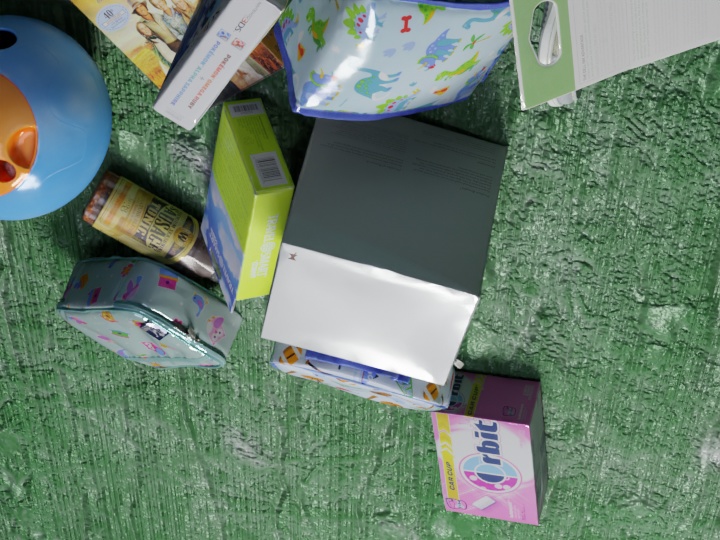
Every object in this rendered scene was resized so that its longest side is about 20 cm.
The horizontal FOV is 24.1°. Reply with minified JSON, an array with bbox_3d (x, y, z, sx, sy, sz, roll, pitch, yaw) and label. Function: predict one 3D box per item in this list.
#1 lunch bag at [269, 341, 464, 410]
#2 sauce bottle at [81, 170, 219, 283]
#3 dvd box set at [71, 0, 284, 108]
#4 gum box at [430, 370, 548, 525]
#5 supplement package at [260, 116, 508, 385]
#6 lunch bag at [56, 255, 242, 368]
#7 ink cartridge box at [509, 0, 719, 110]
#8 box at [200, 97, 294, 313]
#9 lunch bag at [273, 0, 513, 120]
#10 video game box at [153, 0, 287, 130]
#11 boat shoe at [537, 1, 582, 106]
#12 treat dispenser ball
[{"bbox_3d":[0.009,0.094,1.776,0.199,0.076,0.160,12,174,10],"label":"lunch bag"},{"bbox_3d":[-0.204,-0.036,1.837,0.199,0.066,0.066,27,139,-10],"label":"sauce bottle"},{"bbox_3d":[-0.181,-0.245,1.622,0.146,0.029,0.200,-22,124,39],"label":"dvd box set"},{"bbox_3d":[0.151,0.208,1.942,0.113,0.066,0.201,6,137,16],"label":"gum box"},{"bbox_3d":[0.023,-0.029,1.624,0.190,0.201,0.147,15,139,-2],"label":"supplement package"},{"bbox_3d":[-0.234,0.053,1.892,0.160,0.077,0.199,38,157,-33],"label":"lunch bag"},{"bbox_3d":[0.209,-0.228,1.377,0.199,0.048,0.146,-19,135,-6],"label":"ink cartridge box"},{"bbox_3d":[-0.117,-0.063,1.720,0.047,0.122,0.200,-10,146,-19],"label":"box"},{"bbox_3d":[0.048,-0.220,1.481,0.199,0.128,0.170,5,147,-26],"label":"lunch bag"},{"bbox_3d":[-0.098,-0.245,1.454,0.047,0.201,0.182,31,139,-17],"label":"video game box"},{"bbox_3d":[0.194,-0.223,1.451,0.064,0.075,0.203,15,132,12],"label":"boat shoe"},{"bbox_3d":[-0.347,-0.150,1.669,0.200,0.201,0.201,12,139,11],"label":"treat dispenser ball"}]
